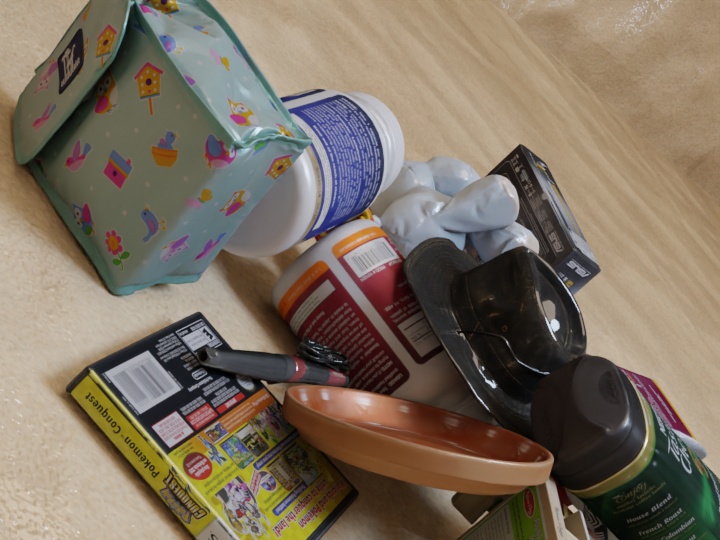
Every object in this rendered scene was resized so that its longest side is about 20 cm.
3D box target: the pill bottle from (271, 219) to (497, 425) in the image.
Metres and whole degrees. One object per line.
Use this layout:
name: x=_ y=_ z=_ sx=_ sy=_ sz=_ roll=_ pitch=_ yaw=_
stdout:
pill bottle: x=0.025 y=0.066 z=1.284 sx=0.200 sy=0.113 sz=0.113 roll=52 pitch=19 yaw=14

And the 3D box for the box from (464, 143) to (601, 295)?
box: x=0.159 y=-0.020 z=1.679 sx=0.048 sy=0.158 sz=0.200 roll=33 pitch=23 yaw=-33

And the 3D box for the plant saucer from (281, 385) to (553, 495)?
plant saucer: x=0.039 y=0.124 z=1.120 sx=0.199 sy=0.033 sz=0.200 roll=14 pitch=4 yaw=-1

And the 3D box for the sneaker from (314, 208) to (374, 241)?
sneaker: x=0.000 y=0.000 z=1.383 sx=0.201 sy=0.073 sz=0.077 roll=59 pitch=-4 yaw=15

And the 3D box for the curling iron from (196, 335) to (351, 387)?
curling iron: x=-0.064 y=0.070 z=1.154 sx=0.049 sy=0.026 sz=0.200 roll=30 pitch=11 yaw=25

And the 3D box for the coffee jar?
coffee jar: x=0.213 y=0.157 z=1.203 sx=0.200 sy=0.085 sz=0.105 roll=44 pitch=22 yaw=-33

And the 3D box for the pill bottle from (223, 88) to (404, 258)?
pill bottle: x=-0.047 y=-0.087 z=1.267 sx=0.116 sy=0.116 sz=0.200 roll=49 pitch=29 yaw=8

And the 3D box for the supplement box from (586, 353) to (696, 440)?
supplement box: x=0.238 y=0.158 z=1.565 sx=0.200 sy=0.110 sz=0.086 roll=22 pitch=30 yaw=-52

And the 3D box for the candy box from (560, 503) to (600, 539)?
candy box: x=0.221 y=0.304 z=1.317 sx=0.200 sy=0.056 sz=0.117 roll=46 pitch=17 yaw=-8

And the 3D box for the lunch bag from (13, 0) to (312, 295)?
lunch bag: x=-0.161 y=-0.112 z=1.138 sx=0.200 sy=0.170 sz=0.122 roll=53 pitch=31 yaw=16

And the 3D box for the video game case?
video game case: x=-0.093 y=0.118 z=1.052 sx=0.181 sy=0.025 sz=0.200 roll=48 pitch=17 yaw=4

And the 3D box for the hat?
hat: x=0.128 y=0.037 z=1.255 sx=0.200 sy=0.081 sz=0.201 roll=36 pitch=29 yaw=-24

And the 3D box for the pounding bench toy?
pounding bench toy: x=0.147 y=0.244 z=1.165 sx=0.156 sy=0.124 sz=0.200 roll=40 pitch=19 yaw=-19

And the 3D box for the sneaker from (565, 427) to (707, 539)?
sneaker: x=0.251 y=0.198 z=1.369 sx=0.200 sy=0.114 sz=0.075 roll=55 pitch=52 yaw=-38

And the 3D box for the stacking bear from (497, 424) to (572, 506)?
stacking bear: x=0.142 y=0.137 z=1.406 sx=0.200 sy=0.113 sz=0.122 roll=51 pitch=55 yaw=-27

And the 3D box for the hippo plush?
hippo plush: x=0.066 y=-0.035 z=1.559 sx=0.161 sy=0.199 sz=0.160 roll=-119 pitch=-157 yaw=-64
